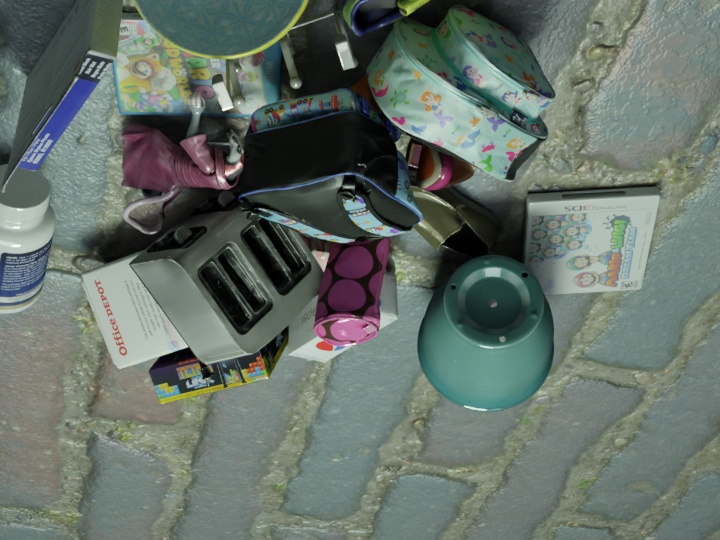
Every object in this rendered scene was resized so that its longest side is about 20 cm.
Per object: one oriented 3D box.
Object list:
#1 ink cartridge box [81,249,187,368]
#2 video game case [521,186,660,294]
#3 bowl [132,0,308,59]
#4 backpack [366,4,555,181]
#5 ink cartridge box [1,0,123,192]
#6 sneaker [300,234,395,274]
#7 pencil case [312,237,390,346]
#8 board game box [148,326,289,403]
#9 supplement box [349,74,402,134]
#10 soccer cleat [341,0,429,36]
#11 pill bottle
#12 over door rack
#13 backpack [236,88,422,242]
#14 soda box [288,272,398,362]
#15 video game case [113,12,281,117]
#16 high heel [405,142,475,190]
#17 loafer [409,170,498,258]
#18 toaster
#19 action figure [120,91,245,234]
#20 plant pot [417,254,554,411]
[{"bbox_3d":[-0.264,0.035,1.558,0.200,0.084,0.145,-18,96,17],"label":"ink cartridge box"},{"bbox_3d":[0.324,-0.038,1.606,0.182,0.024,0.200,-4,139,1],"label":"video game case"},{"bbox_3d":[-0.139,-0.317,1.187,0.200,0.200,0.108,-7,-179,5],"label":"bowl"},{"bbox_3d":[0.113,-0.211,1.285,0.200,0.178,0.151,15,126,-24],"label":"backpack"},{"bbox_3d":[-0.329,-0.206,1.247,0.041,0.200,0.200,25,132,-28],"label":"ink cartridge box"},{"bbox_3d":[-0.027,-0.029,1.555,0.105,0.075,0.200,-23,143,29],"label":"sneaker"},{"bbox_3d":[0.000,0.000,1.445,0.094,0.200,0.091,0,149,18],"label":"pencil case"},{"bbox_3d":[-0.194,0.112,1.616,0.165,0.200,0.057,-13,105,11],"label":"board game box"},{"bbox_3d":[-0.038,-0.157,1.420,0.069,0.067,0.200,31,128,-32],"label":"supplement box"},{"bbox_3d":[0.071,-0.317,1.234,0.200,0.084,0.065,-22,135,20],"label":"soccer cleat"},{"bbox_3d":[-0.466,-0.044,1.486,0.111,0.111,0.200,12,136,-16],"label":"pill bottle"},{"bbox_3d":[-0.080,-0.223,1.221,0.148,0.200,0.067,-18,113,5],"label":"over door rack"},{"bbox_3d":[-0.023,-0.110,1.321,0.182,0.135,0.200,-9,161,31],"label":"backpack"},{"bbox_3d":[-0.028,0.065,1.580,0.064,0.068,0.200,15,150,-30],"label":"soda box"},{"bbox_3d":[-0.196,-0.245,1.348,0.200,0.018,0.143,1,137,-5],"label":"video game case"},{"bbox_3d":[0.116,-0.130,1.386,0.096,0.200,0.067,12,104,-8],"label":"high heel"},{"bbox_3d":[0.109,-0.072,1.520,0.200,0.070,0.075,21,133,-25],"label":"loafer"},{"bbox_3d":[-0.165,0.011,1.431,0.119,0.181,0.200,-12,116,51],"label":"toaster"},{"bbox_3d":[-0.212,-0.127,1.376,0.200,0.149,0.134,5,164,33],"label":"action figure"},{"bbox_3d":[0.179,0.073,1.554,0.200,0.200,0.188,-4,156,1],"label":"plant pot"}]
